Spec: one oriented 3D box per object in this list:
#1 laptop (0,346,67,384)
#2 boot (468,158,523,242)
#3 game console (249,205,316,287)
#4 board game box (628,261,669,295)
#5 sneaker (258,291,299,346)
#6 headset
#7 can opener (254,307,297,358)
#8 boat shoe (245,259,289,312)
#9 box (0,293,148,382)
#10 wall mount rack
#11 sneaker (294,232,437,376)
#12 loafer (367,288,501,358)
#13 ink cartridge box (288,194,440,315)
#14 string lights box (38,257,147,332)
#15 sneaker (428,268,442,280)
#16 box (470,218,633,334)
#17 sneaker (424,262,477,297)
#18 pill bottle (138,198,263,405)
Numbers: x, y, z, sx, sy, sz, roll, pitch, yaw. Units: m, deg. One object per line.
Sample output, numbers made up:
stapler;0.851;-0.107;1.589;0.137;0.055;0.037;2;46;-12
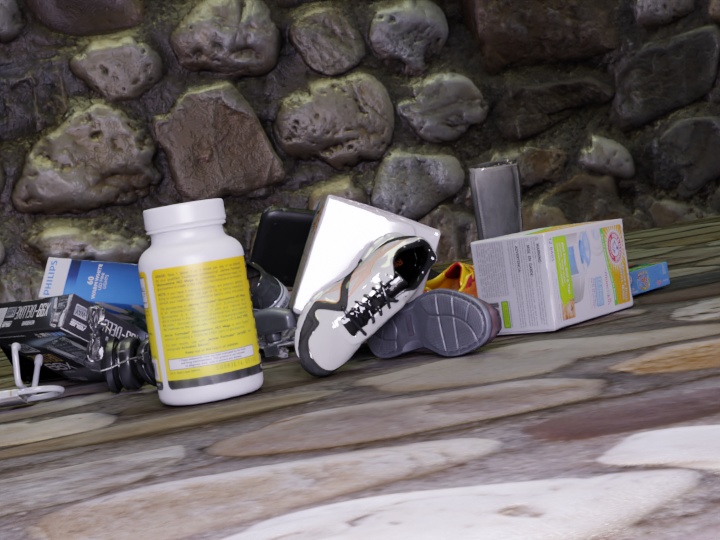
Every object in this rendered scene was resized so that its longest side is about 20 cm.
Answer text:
laptop;-0.400;0.098;1.946;0.175;0.201;0.104;-9;38;19
boot;0.189;-0.038;1.718;0.072;0.202;0.181;-11;1;24
game console;-0.064;-0.031;1.895;0.198;0.177;0.117;5;34;-18
board game box;0.299;0.023;1.879;0.199;0.037;0.151;-9;2;39
sneaker;-0.091;0.063;1.868;0.198;0.076;0.105;2;2;-13
headset;-0.254;0.093;1.610;0.122;0.095;0.199;-8;-9;27
can opener;-0.161;0.092;1.737;0.198;0.067;0.053;-13;2;21
boat shoe;-0.167;0.007;1.785;0.199;0.057;0.069;18;66;47
box;-0.366;0.089;1.758;0.199;0.050;0.157;-6;-31;46
wall mount rack;-0.459;0.135;1.674;0.198;0.075;0.174;-8;-12;-5
sneaker;0.005;0.030;1.465;0.200;0.074;0.080;-51;20;-22
loafer;0.087;0.057;1.483;0.063;0.073;0.199;-5;-4;-38
ink cartridge box;0.000;0.000;1.675;0.143;0.149;0.200;17;-1;-5
string lights box;-0.298;0.035;1.761;0.198;0.060;0.103;4;-24;11
sneaker;0.044;0.005;1.842;0.198;0.091;0.070;17;1;-11
box;0.230;0.005;1.625;0.101;0.114;0.199;-7;2;38
sneaker;0.150;0.023;1.782;0.199;0.078;0.073;-16;34;-36
pill bottle;-0.168;0.031;1.423;0.111;0.202;0.112;-9;2;0
